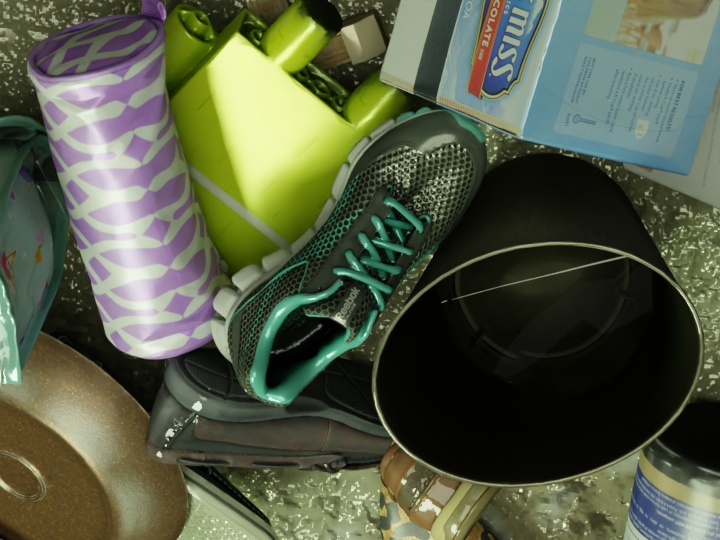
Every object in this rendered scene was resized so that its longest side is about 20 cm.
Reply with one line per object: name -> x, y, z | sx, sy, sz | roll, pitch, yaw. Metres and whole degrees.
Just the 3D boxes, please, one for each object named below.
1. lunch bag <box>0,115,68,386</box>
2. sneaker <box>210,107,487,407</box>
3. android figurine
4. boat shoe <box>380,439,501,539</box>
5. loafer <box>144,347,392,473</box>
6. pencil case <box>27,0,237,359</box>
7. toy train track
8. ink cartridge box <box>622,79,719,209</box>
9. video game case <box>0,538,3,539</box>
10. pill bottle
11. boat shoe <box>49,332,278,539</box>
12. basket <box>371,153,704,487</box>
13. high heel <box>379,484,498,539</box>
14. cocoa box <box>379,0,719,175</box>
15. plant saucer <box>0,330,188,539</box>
lunch bag -> -0.259, -0.022, 1.648 | 0.169, 0.200, 0.122 | -4, 121, 8
sneaker -> 0.000, 0.000, 1.579 | 0.077, 0.091, 0.200 | 34, 110, -22
android figurine -> -0.060, -0.068, 1.664 | 0.182, 0.041, 0.200 | 37, 122, -14
boat shoe -> 0.050, 0.112, 1.678 | 0.067, 0.200, 0.072 | 35, 94, 4
loafer -> -0.042, 0.088, 1.702 | 0.199, 0.072, 0.063 | 10, 121, -41
pencil case -> -0.123, -0.046, 1.620 | 0.085, 0.084, 0.201 | -27, 125, -19
toy train track -> -0.081, -0.105, 1.690 | 0.199, 0.033, 0.115 | -18, 108, 13
ink cartridge box -> 0.249, -0.116, 1.595 | 0.200, 0.043, 0.199 | 26, 116, 36
video game case -> -0.249, 0.244, 1.810 | 0.181, 0.023, 0.200 | 28, 125, -1
pill bottle -> 0.207, 0.189, 1.730 | 0.111, 0.112, 0.201 | 9, 111, 2
boat shoe -> -0.128, 0.107, 1.750 | 0.200, 0.062, 0.075 | 36, 144, -1
basket -> 0.101, 0.018, 1.629 | 0.180, 0.200, 0.137 | -16, 107, 10
high heel -> 0.063, 0.224, 1.739 | 0.071, 0.143, 0.200 | -27, 106, 14
cocoa box -> 0.121, -0.169, 1.551 | 0.133, 0.131, 0.201 | 10, 101, -39
plant saucer -> -0.197, 0.111, 1.724 | 0.200, 0.037, 0.201 | 21, 141, 18
